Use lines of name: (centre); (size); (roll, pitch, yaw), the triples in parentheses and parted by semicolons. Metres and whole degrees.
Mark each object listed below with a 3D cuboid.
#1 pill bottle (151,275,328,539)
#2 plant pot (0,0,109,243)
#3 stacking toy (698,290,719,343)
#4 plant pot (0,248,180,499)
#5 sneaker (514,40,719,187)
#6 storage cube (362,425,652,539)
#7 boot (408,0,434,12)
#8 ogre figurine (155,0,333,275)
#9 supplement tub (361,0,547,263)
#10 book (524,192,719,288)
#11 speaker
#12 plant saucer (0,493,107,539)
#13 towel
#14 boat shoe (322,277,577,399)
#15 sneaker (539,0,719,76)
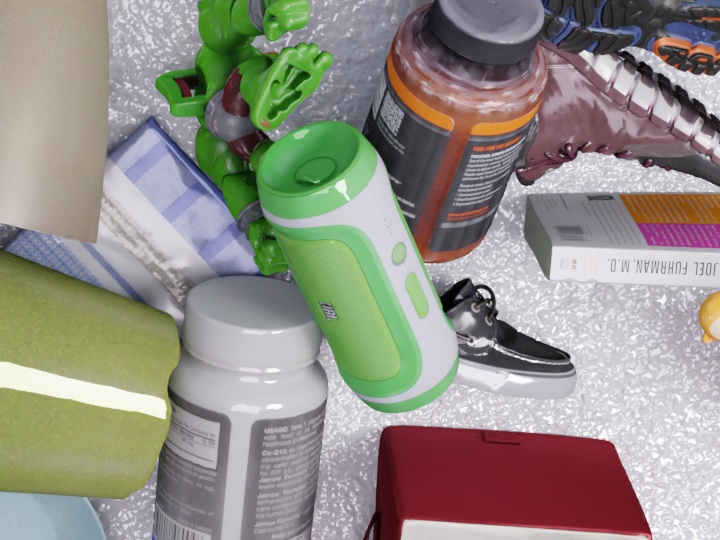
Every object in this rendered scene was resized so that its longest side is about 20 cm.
pill bottle: (-0.082, 0.113, 1.641); (0.114, 0.114, 0.200); (5, 111, -5)
plant pot: (-0.238, -0.136, 1.548); (0.187, 0.187, 0.200); (15, 91, -8)
stacking toy: (0.294, 0.057, 1.615); (0.116, 0.110, 0.200); (-48, 135, 13)
plant pot: (-0.226, 0.073, 1.578); (0.184, 0.200, 0.201); (14, 105, -18)
sneaker: (0.168, -0.090, 1.634); (0.200, 0.076, 0.116); (36, 106, -2)
storage cube: (0.100, 0.221, 1.658); (0.200, 0.180, 0.171); (5, 106, -4)
boot: (0.097, -0.256, 1.583); (0.073, 0.090, 0.200); (18, 133, -38)
ogre figurine: (-0.073, -0.112, 1.572); (0.098, 0.120, 0.200); (-30, 131, -16)
supplement tub: (0.060, -0.104, 1.557); (0.107, 0.107, 0.200); (13, 137, -7)
book: (0.220, -0.019, 1.618); (0.200, 0.134, 0.048); (3, 105, -4)
speaker: (0.000, 0.000, 1.545); (0.088, 0.088, 0.200); (-22, 128, 3)
plant saucer: (-0.280, 0.210, 1.705); (0.201, 0.039, 0.201); (-1, 107, -4)
towel: (-0.171, 0.007, 1.661); (0.200, 0.024, 0.147); (-42, 104, 8)
boat shoe: (0.062, 0.035, 1.664); (0.200, 0.070, 0.066); (17, 106, 0)
sneaker: (0.174, -0.188, 1.582); (0.200, 0.078, 0.075); (15, 130, -27)
